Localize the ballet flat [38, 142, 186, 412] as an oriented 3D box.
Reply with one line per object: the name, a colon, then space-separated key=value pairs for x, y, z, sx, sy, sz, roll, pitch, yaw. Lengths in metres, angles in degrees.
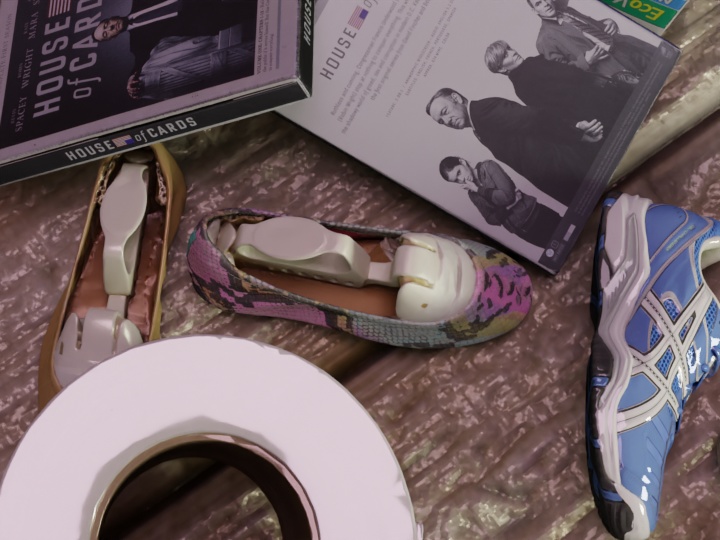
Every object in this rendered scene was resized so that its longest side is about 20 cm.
ballet flat: x=-0.142 y=0.015 z=0.962 sx=0.068 sy=0.063 sz=0.201 roll=6 pitch=70 yaw=1

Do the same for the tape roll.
tape roll: x=-0.081 y=0.140 z=0.858 sx=0.201 sy=0.139 sz=0.204 roll=2 pitch=80 yaw=-9

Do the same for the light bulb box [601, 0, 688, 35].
light bulb box: x=0.129 y=-0.255 z=0.982 sx=0.197 sy=0.200 sz=0.125 roll=24 pitch=66 yaw=-3

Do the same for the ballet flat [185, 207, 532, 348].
ballet flat: x=0.000 y=0.000 z=0.968 sx=0.199 sy=0.071 sz=0.070 roll=8 pitch=68 yaw=1

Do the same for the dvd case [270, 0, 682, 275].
dvd case: x=0.063 y=-0.111 z=0.992 sx=0.199 sy=0.025 sz=0.151 roll=30 pitch=91 yaw=-4

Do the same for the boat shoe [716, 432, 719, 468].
boat shoe: x=0.279 y=0.050 z=0.962 sx=0.200 sy=0.065 sz=0.071 roll=-40 pitch=76 yaw=-15

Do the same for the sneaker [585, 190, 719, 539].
sneaker: x=0.163 y=0.050 z=0.952 sx=0.077 sy=0.076 sz=0.201 roll=6 pitch=71 yaw=5

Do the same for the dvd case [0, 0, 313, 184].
dvd case: x=-0.119 y=-0.135 z=0.976 sx=0.199 sy=0.025 sz=0.151 roll=-13 pitch=54 yaw=19
